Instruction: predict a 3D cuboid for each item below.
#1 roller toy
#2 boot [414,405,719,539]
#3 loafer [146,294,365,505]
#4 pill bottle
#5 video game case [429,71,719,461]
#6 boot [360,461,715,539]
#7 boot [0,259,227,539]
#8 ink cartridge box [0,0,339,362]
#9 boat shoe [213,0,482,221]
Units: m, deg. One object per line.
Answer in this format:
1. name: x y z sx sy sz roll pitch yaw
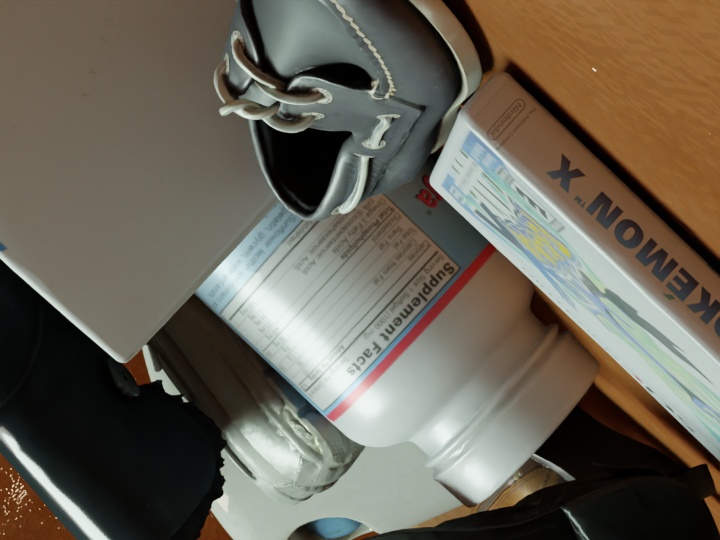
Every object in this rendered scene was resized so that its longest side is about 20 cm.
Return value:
1. roller toy: -0.026 0.046 1.105 0.183 0.139 0.201 -95 -22 -60
2. boot: 0.100 0.158 1.230 0.188 0.068 0.200 43 143 14
3. loafer: -0.076 0.017 0.990 0.070 0.070 0.200 -24 -107 -48
4. pill bottle: 0.000 0.000 0.928 0.200 0.109 0.109 43 177 -1
5. video game case: 0.096 0.018 0.719 0.182 0.022 0.200 44 177 2
6. boot: 0.068 0.129 0.989 0.174 0.198 0.070 13 -117 -87
7. boot: -0.128 0.054 0.898 0.168 0.076 0.200 48 -174 -4
8. ink cartridge box: -0.119 -0.097 0.813 0.147 0.145 0.200 45 177 -38
9. boat shoe: -0.009 -0.057 0.673 0.073 0.063 0.200 46 175 10
